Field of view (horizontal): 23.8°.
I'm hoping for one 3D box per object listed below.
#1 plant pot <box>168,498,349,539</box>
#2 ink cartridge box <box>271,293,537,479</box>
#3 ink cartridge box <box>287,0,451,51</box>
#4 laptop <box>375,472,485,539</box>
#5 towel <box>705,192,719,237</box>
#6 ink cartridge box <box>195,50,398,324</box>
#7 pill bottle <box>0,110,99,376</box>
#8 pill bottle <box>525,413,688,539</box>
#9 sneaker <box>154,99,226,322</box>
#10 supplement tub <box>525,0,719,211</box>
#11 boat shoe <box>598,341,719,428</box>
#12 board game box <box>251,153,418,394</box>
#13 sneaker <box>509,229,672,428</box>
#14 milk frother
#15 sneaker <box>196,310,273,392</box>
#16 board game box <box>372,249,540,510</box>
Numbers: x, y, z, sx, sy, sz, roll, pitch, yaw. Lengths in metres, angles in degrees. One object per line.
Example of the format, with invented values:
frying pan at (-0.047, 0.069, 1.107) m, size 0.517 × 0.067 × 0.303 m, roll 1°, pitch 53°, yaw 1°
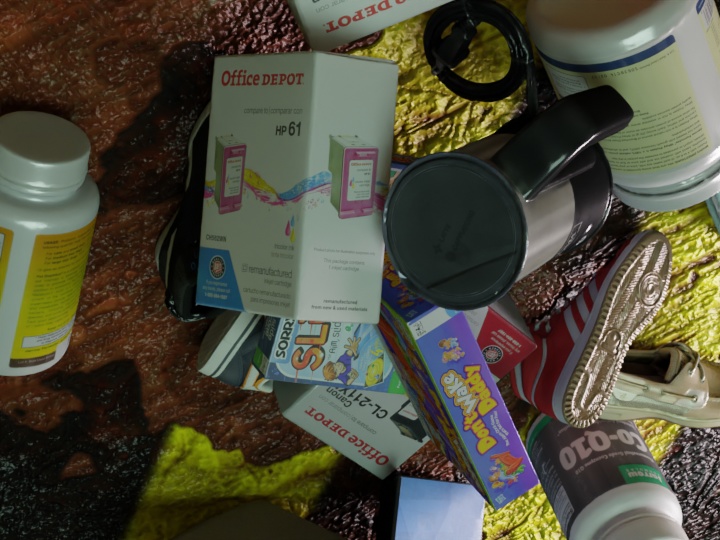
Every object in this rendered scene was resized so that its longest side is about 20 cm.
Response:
plant pot at (-0.092, 0.339, 1.626) m, size 0.177 × 0.200 × 0.200 m, roll -43°, pitch 147°, yaw -44°
ink cartridge box at (0.035, 0.077, 1.555) m, size 0.200 × 0.083 × 0.146 m, roll -43°, pitch 127°, yaw 15°
ink cartridge box at (-0.007, -0.280, 1.269) m, size 0.144 × 0.084 × 0.200 m, roll -22°, pitch 131°, yaw -1°
laptop at (0.069, 0.293, 1.636) m, size 0.116 × 0.200 × 0.188 m, roll 6°, pitch 83°, yaw -3°
towel at (0.399, -0.082, 1.550) m, size 0.171 × 0.048 × 0.200 m, roll -29°, pitch 129°, yaw 2°
ink cartridge box at (-0.050, -0.066, 1.308) m, size 0.084 × 0.144 × 0.201 m, roll 5°, pitch 91°, yaw -38°
pill bottle at (-0.271, -0.022, 1.363) m, size 0.109 × 0.109 × 0.200 m, roll 4°, pitch 125°, yaw -21°
pill bottle at (0.243, 0.221, 1.656) m, size 0.113 × 0.200 × 0.113 m, roll -9°, pitch 129°, yaw -12°
sneaker at (-0.107, -0.044, 1.397) m, size 0.073 × 0.112 × 0.200 m, roll 8°, pitch 123°, yaw -24°
supplement tub at (0.232, -0.160, 1.399) m, size 0.145 × 0.145 × 0.200 m, roll -27°, pitch 130°, yaw 4°
boat shoe at (0.308, 0.107, 1.678) m, size 0.199 × 0.072 × 0.065 m, roll 2°, pitch 127°, yaw -13°
board game box at (0.000, 0.000, 1.417) m, size 0.135 × 0.034 × 0.201 m, roll 8°, pitch 108°, yaw -26°
sneaker at (0.209, 0.044, 1.608) m, size 0.071 × 0.112 × 0.200 m, roll 35°, pitch 80°, yaw -33°
milk frother at (0.086, -0.096, 1.301) m, size 0.188 × 0.200 × 0.181 m, roll -27°, pitch 145°, yaw -60°
sneaker at (-0.064, 0.026, 1.485) m, size 0.079 × 0.079 × 0.200 m, roll 26°, pitch 125°, yaw -16°
board game box at (0.064, 0.080, 1.381) m, size 0.045 × 0.134 × 0.200 m, roll -31°, pitch 121°, yaw -9°
